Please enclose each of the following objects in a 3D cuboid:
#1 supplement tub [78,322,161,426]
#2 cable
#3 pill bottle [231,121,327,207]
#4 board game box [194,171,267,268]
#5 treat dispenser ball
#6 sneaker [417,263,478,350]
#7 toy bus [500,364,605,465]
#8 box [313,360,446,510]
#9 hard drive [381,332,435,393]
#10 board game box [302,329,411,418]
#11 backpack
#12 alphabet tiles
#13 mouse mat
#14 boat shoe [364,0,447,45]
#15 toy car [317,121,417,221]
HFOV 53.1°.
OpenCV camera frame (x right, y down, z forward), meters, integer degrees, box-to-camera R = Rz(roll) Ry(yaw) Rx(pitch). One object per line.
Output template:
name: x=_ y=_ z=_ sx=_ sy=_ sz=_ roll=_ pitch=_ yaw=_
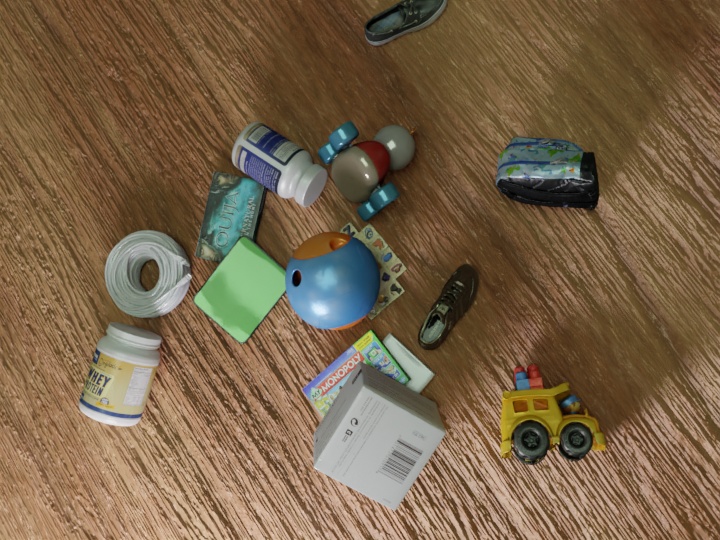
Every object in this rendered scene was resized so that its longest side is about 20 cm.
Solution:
supplement tub: x=-0.537 y=0.232 z=1.624 sx=0.142 sy=0.144 sz=0.203 roll=18 pitch=89 yaw=14
cable: x=-0.492 y=0.007 z=1.672 sx=0.200 sy=0.069 sz=0.200 roll=-46 pitch=76 yaw=7
pill bottle: x=-0.177 y=-0.232 z=1.593 sx=0.199 sy=0.116 sz=0.117 roll=34 pitch=93 yaw=14
board game box: x=-0.297 y=-0.116 z=1.656 sx=0.133 sy=0.028 sz=0.204 roll=12 pitch=88 yaw=13
treat dispenser ball: x=-0.057 y=0.021 z=1.492 sx=0.197 sy=0.201 sz=0.205 roll=-1 pitch=85 yaw=13
sneaker: x=0.185 y=0.079 z=1.500 sx=0.070 sy=0.075 sz=0.202 roll=29 pitch=93 yaw=14
toy bus: x=0.370 y=0.279 z=1.424 sx=0.196 sy=0.136 sz=0.195 roll=-6 pitch=68 yaw=11
box: x=0.034 y=0.329 z=1.445 sx=0.198 sy=0.131 sz=0.201 roll=30 pitch=100 yaw=-11
hard drive: x=0.048 y=0.254 z=1.543 sx=0.132 sy=0.026 sz=0.201 roll=41 pitch=95 yaw=13
board game box: x=-0.009 y=0.242 z=1.530 sx=0.199 sy=0.029 sz=0.135 roll=-41 pitch=78 yaw=7
backpack: x=0.372 y=-0.194 z=1.449 sx=0.197 sy=0.163 sz=0.157 roll=-8 pitch=75 yaw=19
alphabet tiles: x=0.000 y=0.000 z=1.587 sx=0.166 sy=0.006 sz=0.201 roll=-41 pitch=77 yaw=7
mouse mat: x=-0.266 y=0.044 z=1.628 sx=0.160 sy=0.008 sz=0.201 roll=40 pitch=97 yaw=2
boat shoe: x=0.099 y=-0.560 z=1.585 sx=0.198 sy=0.057 sz=0.070 roll=-26 pitch=80 yaw=10
toy car: x=0.046 y=-0.244 z=1.544 sx=0.199 sy=0.177 sz=0.186 roll=-35 pitch=91 yaw=-21
